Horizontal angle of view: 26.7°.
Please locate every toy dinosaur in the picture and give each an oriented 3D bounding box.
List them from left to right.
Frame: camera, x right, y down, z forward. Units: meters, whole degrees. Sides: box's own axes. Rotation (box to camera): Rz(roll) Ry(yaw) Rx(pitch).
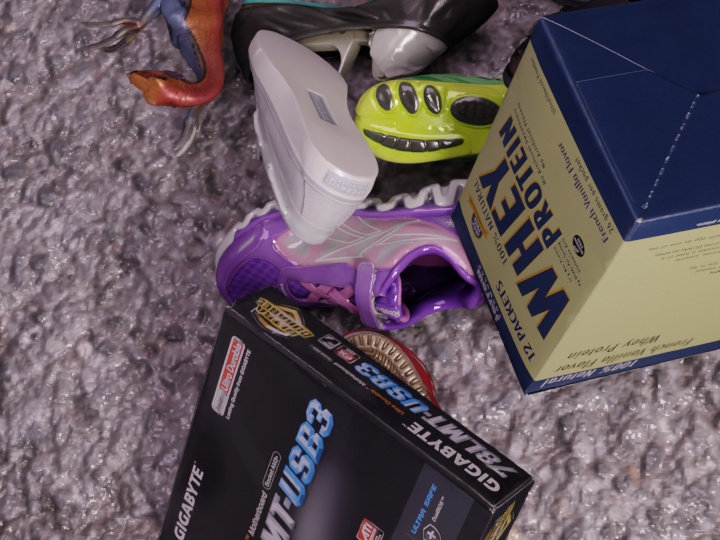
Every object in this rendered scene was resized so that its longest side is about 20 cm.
[{"bbox_3d":[-0.126,-0.185,1.057,0.200,0.105,0.182,-60,36,14],"label":"toy dinosaur"}]

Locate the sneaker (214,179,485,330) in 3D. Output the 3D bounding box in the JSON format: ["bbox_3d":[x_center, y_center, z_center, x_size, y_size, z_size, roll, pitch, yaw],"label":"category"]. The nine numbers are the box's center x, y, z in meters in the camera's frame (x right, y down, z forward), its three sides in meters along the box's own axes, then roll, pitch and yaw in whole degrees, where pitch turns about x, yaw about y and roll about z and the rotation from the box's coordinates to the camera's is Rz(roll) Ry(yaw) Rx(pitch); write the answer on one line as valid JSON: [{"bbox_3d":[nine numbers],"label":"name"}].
[{"bbox_3d":[0.000,0.000,0.987,0.200,0.081,0.089,-8,45,9],"label":"sneaker"}]

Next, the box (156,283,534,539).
[{"bbox_3d":[-0.019,0.142,0.893,0.198,0.200,0.050,35,36,21],"label":"box"}]

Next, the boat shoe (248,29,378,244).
[{"bbox_3d":[-0.041,-0.088,0.989,0.069,0.072,0.200,-56,37,23],"label":"boat shoe"}]

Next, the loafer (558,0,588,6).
[{"bbox_3d":[0.101,-0.250,1.089,0.200,0.063,0.072,25,75,21],"label":"loafer"}]

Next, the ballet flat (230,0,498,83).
[{"bbox_3d":[0.002,-0.161,1.079,0.200,0.068,0.068,-2,77,23],"label":"ballet flat"}]

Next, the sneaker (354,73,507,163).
[{"bbox_3d":[0.097,-0.101,1.018,0.200,0.084,0.074,10,108,-2],"label":"sneaker"}]

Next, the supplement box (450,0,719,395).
[{"bbox_3d":[0.185,-0.047,0.880,0.200,0.200,0.134,-11,63,-18],"label":"supplement box"}]

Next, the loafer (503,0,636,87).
[{"bbox_3d":[0.159,-0.157,0.968,0.072,0.063,0.200,27,32,30],"label":"loafer"}]

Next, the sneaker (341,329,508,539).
[{"bbox_3d":[0.036,0.125,0.955,0.071,0.112,0.200,-24,95,0],"label":"sneaker"}]
